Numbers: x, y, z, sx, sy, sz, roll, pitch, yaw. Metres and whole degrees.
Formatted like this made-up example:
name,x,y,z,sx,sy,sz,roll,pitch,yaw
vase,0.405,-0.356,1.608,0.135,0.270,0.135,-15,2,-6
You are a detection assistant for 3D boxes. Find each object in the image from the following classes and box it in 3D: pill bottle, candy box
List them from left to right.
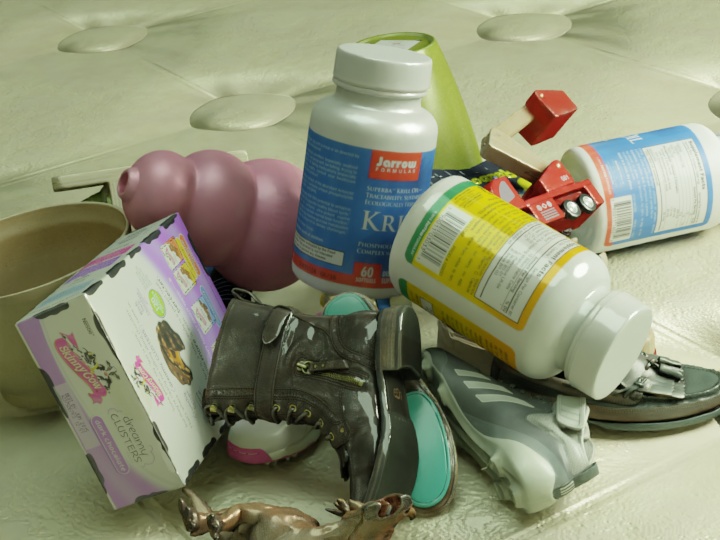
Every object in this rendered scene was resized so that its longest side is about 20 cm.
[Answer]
name,x,y,z,sx,sy,sz,roll,pitch,yaw
candy box,-0.173,0.068,1.164,0.071,0.169,0.200,-20,13,20
pill bottle,0.006,-0.087,1.235,0.111,0.202,0.112,7,18,-2
pill bottle,0.130,0.016,1.155,0.199,0.114,0.112,32,42,26
pill bottle,0.313,-0.090,1.481,0.198,0.114,0.112,-12,26,-13

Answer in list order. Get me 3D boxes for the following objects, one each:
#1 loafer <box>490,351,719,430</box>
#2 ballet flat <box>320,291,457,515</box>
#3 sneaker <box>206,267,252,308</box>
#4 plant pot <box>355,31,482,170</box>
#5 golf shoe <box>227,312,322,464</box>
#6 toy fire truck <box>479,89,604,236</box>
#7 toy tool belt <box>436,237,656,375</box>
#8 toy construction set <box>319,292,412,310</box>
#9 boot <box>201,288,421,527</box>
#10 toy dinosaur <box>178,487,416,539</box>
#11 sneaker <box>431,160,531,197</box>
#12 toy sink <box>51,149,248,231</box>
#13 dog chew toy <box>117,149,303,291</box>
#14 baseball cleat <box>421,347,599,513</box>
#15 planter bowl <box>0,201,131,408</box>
name,x,y,z,sx,sy,sz,roll,pitch,yaw
loafer,0.205,0.092,1.189,0.197,0.064,0.072,-3,24,7
ballet flat,0.027,0.109,1.159,0.067,0.067,0.202,-21,66,-3
sneaker,-0.130,0.046,1.364,0.077,0.071,0.200,16,31,11
plant pot,0.046,-0.146,1.544,0.185,0.202,0.188,-5,24,2
golf shoe,-0.049,0.088,1.224,0.075,0.093,0.200,13,33,31
toy fire truck,0.161,-0.096,1.382,0.199,0.049,0.142,-19,68,-43
toy tool belt,0.161,0.027,1.263,0.197,0.124,0.125,-1,26,10
toy construction set,0.000,0.000,1.388,0.130,0.093,0.201,-15,43,-6
boot,-0.043,0.111,1.113,0.172,0.069,0.202,-2,67,22
toy dinosaur,-0.053,0.195,1.026,0.134,0.087,0.199,-10,7,-31
sneaker,0.097,-0.054,1.408,0.198,0.083,0.074,-11,44,-40
toy sink,-0.214,-0.055,1.491,0.197,0.114,0.130,-9,3,-12
dog chew toy,-0.129,-0.055,1.316,0.198,0.126,0.124,17,12,-33
baseball cleat,0.121,0.118,1.151,0.105,0.070,0.200,-22,40,-14
planter bowl,-0.290,0.040,1.315,0.198,0.136,0.201,-11,25,5
